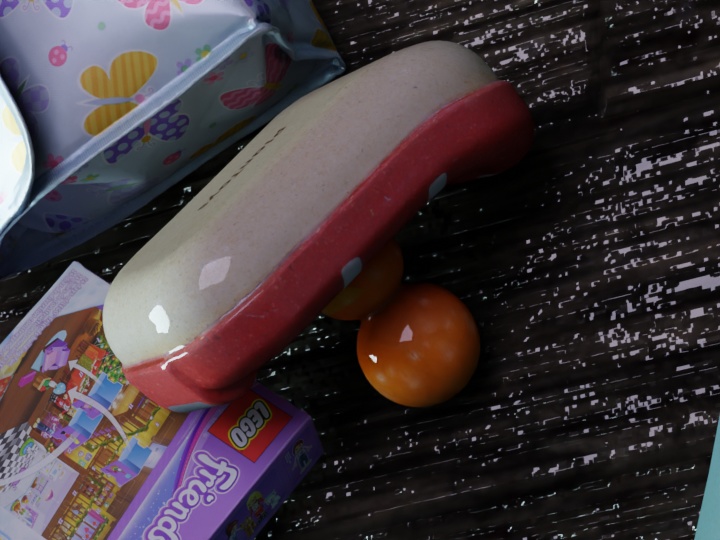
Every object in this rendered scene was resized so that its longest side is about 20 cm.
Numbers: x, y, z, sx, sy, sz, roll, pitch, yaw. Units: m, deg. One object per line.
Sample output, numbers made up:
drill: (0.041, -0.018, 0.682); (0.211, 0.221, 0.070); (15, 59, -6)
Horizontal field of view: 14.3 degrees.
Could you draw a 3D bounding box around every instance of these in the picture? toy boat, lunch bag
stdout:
toy boat: (0.000, 0.000, 1.186); (0.200, 0.131, 0.130); (-45, 12, -21)
lunch bag: (-0.138, -0.111, 1.294); (0.200, 0.127, 0.170); (-33, 74, 16)

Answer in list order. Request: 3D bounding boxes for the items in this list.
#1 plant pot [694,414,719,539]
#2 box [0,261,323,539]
plant pot: (0.192, 0.148, 0.949); (0.200, 0.200, 0.161); (18, 90, 37)
box: (-0.130, 0.109, 1.210); (0.137, 0.039, 0.200); (32, 70, 24)
